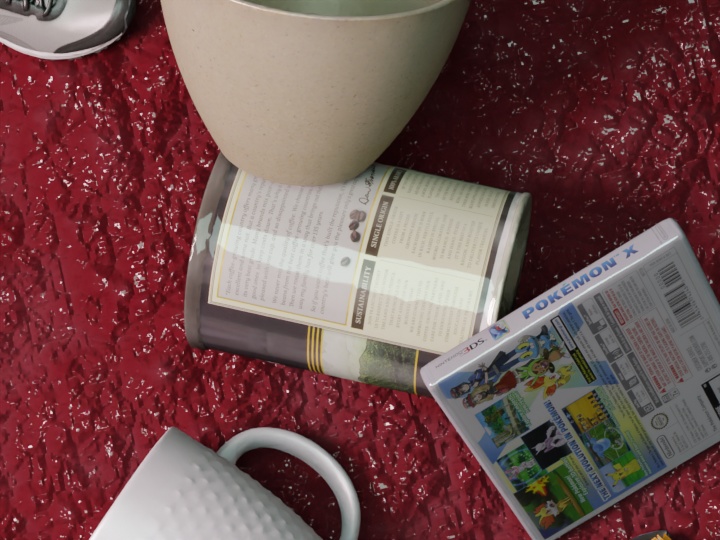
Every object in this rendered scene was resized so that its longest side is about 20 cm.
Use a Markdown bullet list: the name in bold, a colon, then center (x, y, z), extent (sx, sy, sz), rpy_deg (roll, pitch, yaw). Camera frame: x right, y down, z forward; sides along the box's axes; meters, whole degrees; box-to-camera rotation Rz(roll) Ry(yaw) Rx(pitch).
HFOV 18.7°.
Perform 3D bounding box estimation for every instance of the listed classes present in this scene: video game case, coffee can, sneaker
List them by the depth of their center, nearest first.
- **video game case**: center (0.154, 0.076, 1.396), extent (0.182, 0.200, 0.022), rpy_deg (-31, 45, 3)
- **coffee can**: center (0.000, 0.000, 1.433), extent (0.199, 0.146, 0.147), rpy_deg (12, 86, 8)
- **sneaker**: center (-0.254, -0.196, 1.518), extent (0.199, 0.079, 0.074), rpy_deg (12, 85, 7)

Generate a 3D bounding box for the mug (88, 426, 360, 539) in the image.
- **mug**: center (-0.078, 0.192, 1.439), extent (0.175, 0.148, 0.200), rpy_deg (34, 59, 1)

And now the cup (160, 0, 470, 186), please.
- **cup**: center (-0.033, -0.139, 1.373), extent (0.200, 0.200, 0.144), rpy_deg (12, 123, 8)

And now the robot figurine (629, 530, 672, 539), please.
- **robot figurine**: center (0.165, 0.254, 1.406), extent (0.200, 0.058, 0.145), rpy_deg (-42, 54, -9)
